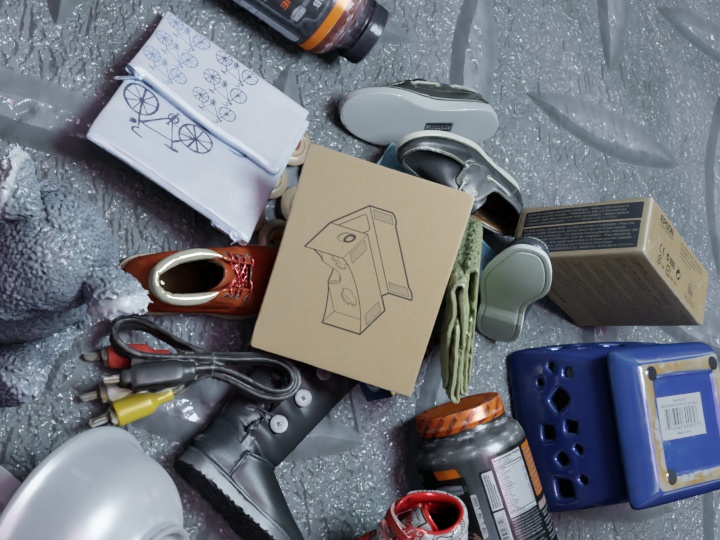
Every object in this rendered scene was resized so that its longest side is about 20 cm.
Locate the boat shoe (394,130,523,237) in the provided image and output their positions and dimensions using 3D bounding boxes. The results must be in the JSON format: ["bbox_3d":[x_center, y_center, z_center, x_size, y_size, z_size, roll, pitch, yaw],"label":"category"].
[{"bbox_3d":[0.122,-0.100,1.015,0.200,0.072,0.068,27,46,-36],"label":"boat shoe"}]

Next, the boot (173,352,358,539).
[{"bbox_3d":[-0.064,0.167,0.869,0.165,0.066,0.200,51,54,-15],"label":"boot"}]

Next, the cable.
[{"bbox_3d":[-0.159,0.091,0.818,0.200,0.050,0.097,-1,64,-25],"label":"cable"}]

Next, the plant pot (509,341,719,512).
[{"bbox_3d":[0.317,0.179,1.033,0.200,0.180,0.200,-1,81,-33],"label":"plant pot"}]

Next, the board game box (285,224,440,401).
[{"bbox_3d":[0.009,0.016,0.914,0.135,0.035,0.200,-39,108,-54],"label":"board game box"}]

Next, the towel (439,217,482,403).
[{"bbox_3d":[0.106,0.033,0.925,0.036,0.200,0.149,6,112,7],"label":"towel"}]

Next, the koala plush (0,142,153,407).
[{"bbox_3d":[-0.258,-0.011,0.696,0.177,0.200,0.184,52,58,-12],"label":"koala plush"}]

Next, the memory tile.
[{"bbox_3d":[-0.047,-0.052,0.951,0.200,0.017,0.153,42,61,-19],"label":"memory tile"}]

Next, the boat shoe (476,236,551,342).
[{"bbox_3d":[0.172,0.010,0.983,0.076,0.200,0.060,21,61,3],"label":"boat shoe"}]

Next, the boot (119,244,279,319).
[{"bbox_3d":[-0.125,0.010,0.831,0.200,0.107,0.075,-5,87,-34],"label":"boot"}]

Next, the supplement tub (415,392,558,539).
[{"bbox_3d":[0.133,0.240,0.936,0.122,0.122,0.200,-16,88,-34],"label":"supplement tub"}]

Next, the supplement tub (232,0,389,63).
[{"bbox_3d":[-0.067,-0.307,0.940,0.200,0.107,0.107,29,65,-24],"label":"supplement tub"}]

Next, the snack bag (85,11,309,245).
[{"bbox_3d":[-0.155,-0.145,0.866,0.188,0.021,0.200,35,49,-16],"label":"snack bag"}]

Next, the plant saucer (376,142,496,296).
[{"bbox_3d":[0.085,-0.057,1.029,0.200,0.019,0.070,46,51,-18],"label":"plant saucer"}]

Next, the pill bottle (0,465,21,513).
[{"bbox_3d":[-0.328,0.244,0.650,0.200,0.109,0.109,-44,104,-31],"label":"pill bottle"}]

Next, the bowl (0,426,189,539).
[{"bbox_3d":[-0.196,0.231,0.681,0.090,0.201,0.201,17,63,19],"label":"bowl"}]

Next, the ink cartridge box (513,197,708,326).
[{"bbox_3d":[0.299,-0.004,1.037,0.200,0.165,0.075,37,61,-44],"label":"ink cartridge box"}]

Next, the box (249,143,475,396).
[{"bbox_3d":[0.000,0.000,0.825,0.163,0.021,0.200,18,92,-2],"label":"box"}]

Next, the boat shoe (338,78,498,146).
[{"bbox_3d":[0.064,-0.190,1.029,0.200,0.071,0.064,2,45,-24],"label":"boat shoe"}]

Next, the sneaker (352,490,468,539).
[{"bbox_3d":[0.009,0.268,0.836,0.201,0.108,0.067,-9,40,-14],"label":"sneaker"}]
